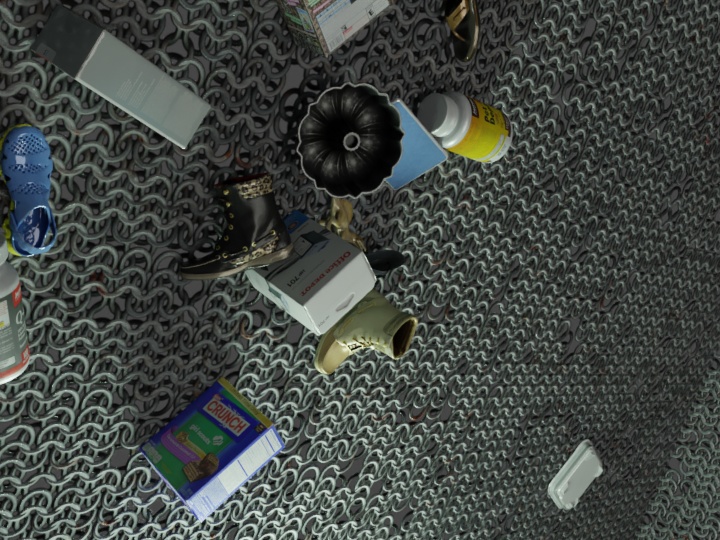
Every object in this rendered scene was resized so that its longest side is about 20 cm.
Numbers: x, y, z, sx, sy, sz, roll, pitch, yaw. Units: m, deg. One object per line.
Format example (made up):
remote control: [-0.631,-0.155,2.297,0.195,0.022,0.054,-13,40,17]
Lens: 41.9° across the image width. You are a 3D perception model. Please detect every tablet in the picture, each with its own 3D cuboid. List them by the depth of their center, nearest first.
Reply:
tablet: [0.067,-0.234,1.760,0.129,0.014,0.200,-30,139,18]

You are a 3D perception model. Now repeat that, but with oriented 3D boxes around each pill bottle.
pill bottle: [-0.535,0.052,1.324,0.115,0.115,0.203,-18,124,-35]
pill bottle: [0.201,-0.282,1.830,0.199,0.109,0.111,10,105,-46]

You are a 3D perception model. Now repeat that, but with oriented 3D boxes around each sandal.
sandal: [-0.463,-0.105,1.328,0.079,0.087,0.203,-15,120,-35]
sandal: [0.184,-0.487,1.728,0.054,0.082,0.202,-10,122,-20]
sandal: [-0.001,0.000,1.826,0.198,0.043,0.076,-8,159,-32]

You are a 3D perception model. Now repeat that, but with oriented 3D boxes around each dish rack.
dish rack: [0.648,0.615,2.794,0.200,0.043,0.172,-48,137,-11]

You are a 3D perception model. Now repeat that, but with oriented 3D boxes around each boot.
boot: [-0.219,-0.072,1.577,0.197,0.073,0.153,-14,107,-5]
boot: [0.010,0.143,1.854,0.201,0.155,0.073,-51,137,-8]

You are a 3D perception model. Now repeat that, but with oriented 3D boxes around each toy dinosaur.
toy dinosaur: [-0.046,-0.100,1.757,0.101,0.058,0.202,-50,140,-33]

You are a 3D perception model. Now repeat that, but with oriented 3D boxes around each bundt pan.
bundt pan: [-0.027,-0.232,1.641,0.199,0.076,0.205,-7,111,-19]

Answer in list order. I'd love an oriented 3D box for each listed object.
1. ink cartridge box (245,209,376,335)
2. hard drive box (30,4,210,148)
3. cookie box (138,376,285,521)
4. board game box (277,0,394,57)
ink cartridge box: [-0.093,0.000,1.646,0.146,0.199,0.086,-42,135,-17]
hard drive box: [-0.331,-0.269,1.309,0.199,0.155,0.077,33,91,-46]
cookie box: [-0.265,0.315,1.684,0.199,0.170,0.076,-40,137,-20]
board game box: [-0.058,-0.475,1.491,0.159,0.096,0.201,-41,134,-18]
